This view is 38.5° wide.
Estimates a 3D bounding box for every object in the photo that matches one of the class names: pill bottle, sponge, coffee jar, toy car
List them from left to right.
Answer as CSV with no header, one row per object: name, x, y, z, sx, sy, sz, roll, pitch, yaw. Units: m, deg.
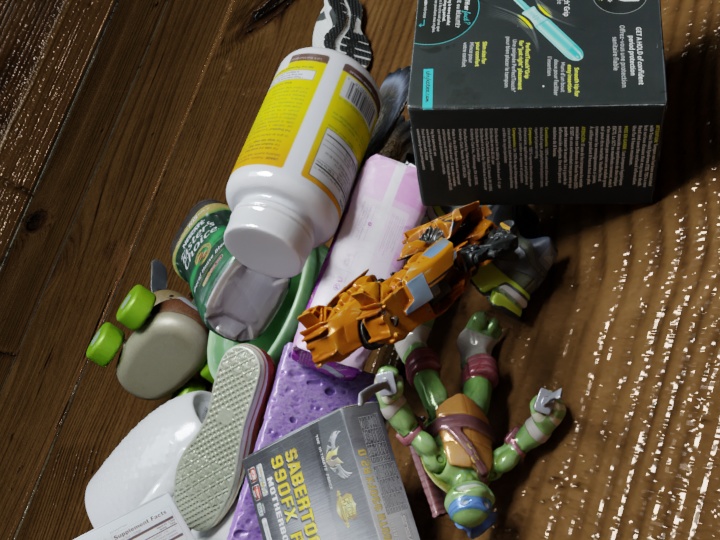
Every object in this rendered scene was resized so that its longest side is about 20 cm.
toy car,-0.256,0.067,1.418,0.158,0.163,0.202,-44,22,29
coffee jar,-0.151,-0.006,1.160,0.105,0.084,0.200,-58,29,7
pill bottle,-0.056,-0.099,0.953,0.108,0.109,0.203,-21,41,50
sponge,-0.051,0.184,1.013,0.030,0.110,0.204,143,145,-67

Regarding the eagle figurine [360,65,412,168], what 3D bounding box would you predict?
eagle figurine,-0.016,-0.119,1.104,0.196,0.154,0.152,-17,22,-3

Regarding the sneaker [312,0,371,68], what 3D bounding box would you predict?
sneaker,-0.031,-0.309,1.450,0.202,0.072,0.081,-90,24,-46

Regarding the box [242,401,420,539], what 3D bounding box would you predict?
box,-0.019,0.236,0.897,0.158,0.048,0.204,-32,70,44

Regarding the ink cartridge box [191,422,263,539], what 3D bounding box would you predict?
ink cartridge box,-0.104,0.253,1.076,0.145,0.084,0.203,-14,53,53

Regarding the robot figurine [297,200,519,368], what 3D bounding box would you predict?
robot figurine,0.045,0.005,0.842,0.144,0.059,0.199,-23,11,46

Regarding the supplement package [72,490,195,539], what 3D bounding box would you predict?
supplement package,-0.211,0.354,0.976,0.201,0.149,0.152,54,140,17

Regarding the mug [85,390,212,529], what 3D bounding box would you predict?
mug,-0.217,0.240,1.180,0.176,0.147,0.200,-49,2,16

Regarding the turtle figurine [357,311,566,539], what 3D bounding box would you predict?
turtle figurine,0.087,0.091,0.838,0.141,0.202,0.196,-19,36,9

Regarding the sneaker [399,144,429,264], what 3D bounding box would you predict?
sneaker,0.056,-0.077,1.087,0.071,0.072,0.203,16,79,39

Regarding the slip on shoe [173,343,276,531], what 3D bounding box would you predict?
slip on shoe,-0.133,0.171,1.052,0.073,0.061,0.204,22,96,22

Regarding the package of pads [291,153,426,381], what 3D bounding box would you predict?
package of pads,0.000,0.000,0.982,0.121,0.074,0.203,112,179,-78

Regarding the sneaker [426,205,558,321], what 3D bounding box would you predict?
sneaker,0.125,-0.037,0.968,0.081,0.074,0.201,-44,38,12

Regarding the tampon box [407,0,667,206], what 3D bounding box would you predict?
tampon box,0.146,-0.151,0.859,0.195,0.127,0.152,1,58,10

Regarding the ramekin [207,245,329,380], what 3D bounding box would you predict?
ramekin,-0.083,0.055,1.189,0.199,0.097,0.203,-38,37,36
